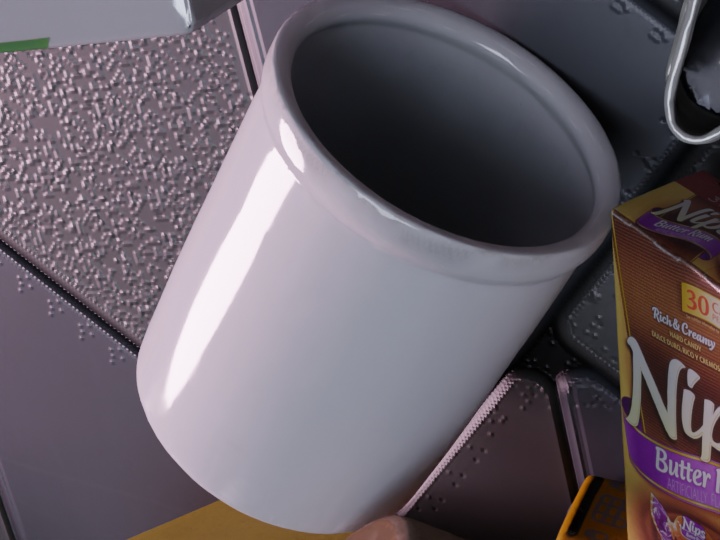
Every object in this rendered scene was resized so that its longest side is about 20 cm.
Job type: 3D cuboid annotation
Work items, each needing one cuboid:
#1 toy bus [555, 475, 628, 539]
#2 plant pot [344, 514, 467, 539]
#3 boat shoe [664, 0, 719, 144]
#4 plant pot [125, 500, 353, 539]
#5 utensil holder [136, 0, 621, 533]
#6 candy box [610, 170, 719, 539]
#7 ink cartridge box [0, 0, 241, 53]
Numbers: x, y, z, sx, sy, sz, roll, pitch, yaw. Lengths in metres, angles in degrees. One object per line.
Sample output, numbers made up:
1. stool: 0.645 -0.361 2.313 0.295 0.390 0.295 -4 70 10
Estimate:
1. toy bus: 0.126 0.209 1.025 0.078 0.065 0.200 16 122 17
2. plant pot: 0.050 0.205 0.877 0.174 0.200 0.200 38 127 -14
3. boat shoe: 0.180 -0.138 0.811 0.072 0.066 0.200 34 126 6
4. plant pot: -0.057 0.229 1.039 0.176 0.200 0.200 30 132 48
5. utensil holder: 0.000 0.000 0.912 0.170 0.170 0.200 35 128 5
6. candy box: 0.166 0.070 0.857 0.117 0.056 0.200 41 146 49
7. ink cartridge box: -0.095 -0.163 0.849 0.144 0.200 0.084 -2 112 27
